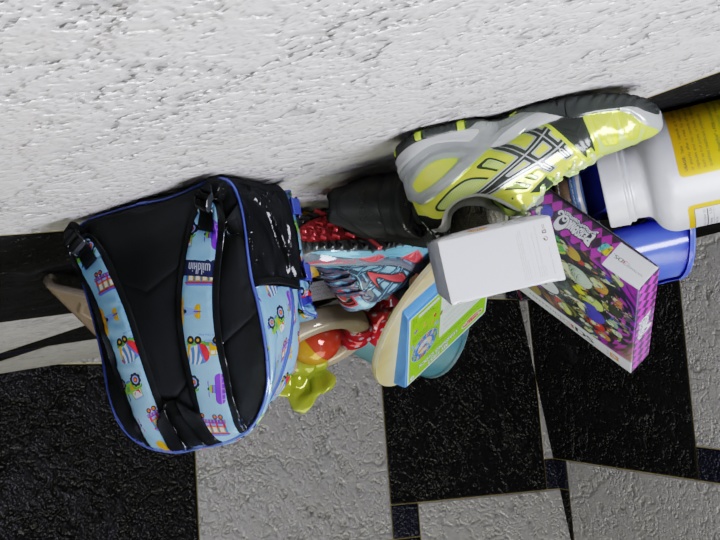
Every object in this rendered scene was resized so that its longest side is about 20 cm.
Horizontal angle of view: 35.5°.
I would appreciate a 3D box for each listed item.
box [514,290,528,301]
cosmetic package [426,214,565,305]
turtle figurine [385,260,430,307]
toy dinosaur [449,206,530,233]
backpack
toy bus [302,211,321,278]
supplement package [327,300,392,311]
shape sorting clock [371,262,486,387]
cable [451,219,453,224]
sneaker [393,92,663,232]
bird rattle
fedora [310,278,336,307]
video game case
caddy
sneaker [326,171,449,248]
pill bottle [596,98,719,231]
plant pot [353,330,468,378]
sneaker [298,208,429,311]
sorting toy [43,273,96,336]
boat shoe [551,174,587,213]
[{"bbox_3d":[0.255,-0.030,1.494,0.106,0.122,0.200,-11,175,2],"label":"box"},{"bbox_3d":[0.097,-0.010,0.867,0.082,0.051,0.200,-15,-179,1],"label":"cosmetic package"},{"bbox_3d":[0.077,-0.010,1.286,0.200,0.101,0.150,-12,-159,-32],"label":"turtle figurine"},{"bbox_3d":[0.112,-0.052,1.028,0.077,0.102,0.200,-24,143,-8],"label":"toy dinosaur"},{"bbox_3d":[-0.124,0.039,0.905,0.182,0.200,0.134,-15,174,27],"label":"backpack"},{"bbox_3d":[-0.103,-0.016,1.134,0.200,0.065,0.078,-11,174,-5],"label":"toy bus"},{"bbox_3d":[0.038,0.014,1.491,0.200,0.121,0.120,-12,175,14],"label":"supplement package"},{"bbox_3d":[0.079,0.038,1.184,0.039,0.200,0.200,35,-161,26],"label":"shape sorting clock"},{"bbox_3d":[0.065,-0.066,1.197,0.200,0.050,0.097,-1,-176,27],"label":"cable"},{"bbox_3d":[0.129,-0.081,0.847,0.200,0.077,0.075,-13,173,7],"label":"sneaker"},{"bbox_3d":[-0.036,0.089,1.346,0.200,0.113,0.163,-23,158,21],"label":"bird rattle"},{"bbox_3d":[-0.119,0.016,1.313,0.200,0.090,0.177,-21,173,29],"label":"fedora"},{"bbox_3d":[0.215,0.002,1.137,0.036,0.181,0.200,-45,154,-13],"label":"video game case"},{"bbox_3d":[0.292,-0.054,1.180,0.105,0.142,0.200,-11,176,-3],"label":"caddy"},{"bbox_3d":[0.029,-0.058,1.011,0.091,0.076,0.200,-1,174,17],"label":"sneaker"},{"bbox_3d":[0.307,-0.094,0.967,0.200,0.104,0.104,-12,175,13],"label":"pill bottle"},{"bbox_3d":[0.044,0.065,1.813,0.188,0.200,0.200,9,166,-29],"label":"plant pot"},{"bbox_3d":[0.000,0.000,1.086,0.079,0.096,0.200,33,-160,36],"label":"sneaker"},{"bbox_3d":[-0.226,0.065,1.227,0.200,0.037,0.185,16,158,19],"label":"sorting toy"},{"bbox_3d":[0.195,-0.066,1.220,0.072,0.072,0.200,-10,175,-2],"label":"boat shoe"}]
